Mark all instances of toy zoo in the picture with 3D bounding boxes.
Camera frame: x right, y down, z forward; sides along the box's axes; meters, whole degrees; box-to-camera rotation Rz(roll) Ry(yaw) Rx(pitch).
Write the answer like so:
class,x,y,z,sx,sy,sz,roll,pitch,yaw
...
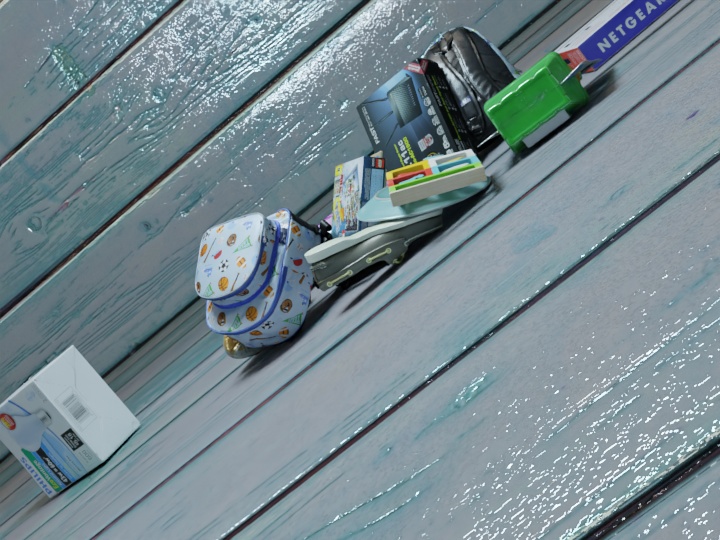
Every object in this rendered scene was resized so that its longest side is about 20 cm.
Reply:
class,x,y,z,sx,sy,sz,roll,pitch,yaw
toy zoo,0.101,-0.134,1.496,0.131,0.021,0.200,-16,14,3

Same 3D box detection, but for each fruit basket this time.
class,x,y,z,sx,sy,sz,roll,pitch,yaw
fruit basket,0.263,-0.238,1.540,0.185,0.094,0.200,-36,-7,23

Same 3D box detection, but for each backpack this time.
class,x,y,z,sx,sy,sz,roll,pitch,yaw
backpack,-0.153,0.014,1.603,0.200,0.154,0.191,-19,63,42
backpack,0.188,-0.314,1.818,0.163,0.200,0.154,-39,-10,15

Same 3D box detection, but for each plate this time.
class,x,y,z,sx,sy,sz,roll,pitch,yaw
plate,0.087,-0.113,1.530,0.199,0.026,0.200,-15,13,4

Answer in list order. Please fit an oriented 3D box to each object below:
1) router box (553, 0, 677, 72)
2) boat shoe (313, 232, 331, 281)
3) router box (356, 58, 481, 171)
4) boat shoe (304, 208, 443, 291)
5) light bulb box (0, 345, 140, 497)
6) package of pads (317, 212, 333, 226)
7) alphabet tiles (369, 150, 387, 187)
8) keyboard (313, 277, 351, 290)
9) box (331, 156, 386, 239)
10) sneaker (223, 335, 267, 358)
class,x,y,z,sx,sy,sz,roll,pitch,yaw
router box,0.422,-0.405,1.769,0.200,0.049,0.180,-40,8,2
boat shoe,-0.104,-0.004,1.911,0.199,0.074,0.068,-35,5,36
router box,0.093,-0.227,1.774,0.150,0.201,0.062,-35,-21,36
boat shoe,0.025,-0.033,1.481,0.201,0.061,0.072,-21,9,-4
light bulb box,-0.552,0.281,1.982,0.200,0.198,0.125,-35,7,36
package of pads,0.004,-0.095,1.915,0.200,0.076,0.120,-31,9,49
alphabet tiles,0.012,-0.101,1.726,0.006,0.167,0.200,3,-3,-13
keyboard,0.000,0.000,1.610,0.104,0.040,0.200,-17,-9,-38
box,-0.006,-0.104,1.708,0.037,0.137,0.200,3,0,-14
sneaker,-0.156,0.089,1.729,0.200,0.076,0.088,-49,-9,-44
